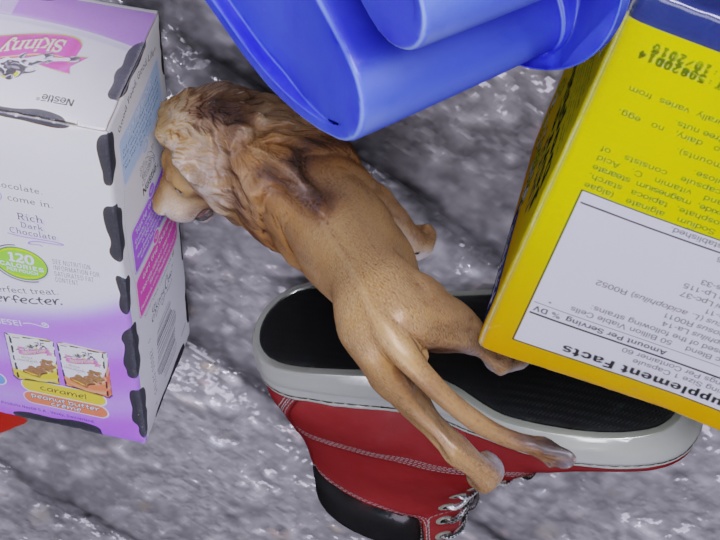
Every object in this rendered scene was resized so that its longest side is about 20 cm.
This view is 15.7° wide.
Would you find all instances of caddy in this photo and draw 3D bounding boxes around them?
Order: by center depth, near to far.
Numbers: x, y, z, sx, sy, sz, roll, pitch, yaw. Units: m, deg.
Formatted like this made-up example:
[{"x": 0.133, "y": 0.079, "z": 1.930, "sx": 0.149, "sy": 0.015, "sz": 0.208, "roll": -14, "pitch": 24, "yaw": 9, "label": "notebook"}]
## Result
[{"x": 0.002, "y": -0.140, "z": 0.787, "sx": 0.200, "sy": 0.105, "sz": 0.141, "roll": 55, "pitch": 155, "yaw": 8, "label": "caddy"}]

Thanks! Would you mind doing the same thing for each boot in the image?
[{"x": 0.061, "y": 0.078, "z": 1.133, "sx": 0.199, "sy": 0.073, "sz": 0.145, "roll": 8, "pitch": 141, "yaw": 25, "label": "boot"}]

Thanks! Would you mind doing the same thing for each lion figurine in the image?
[{"x": 0.000, "y": 0.000, "z": 1.007, "sx": 0.122, "sy": 0.073, "sz": 0.200, "roll": 41, "pitch": 180, "yaw": -44, "label": "lion figurine"}]

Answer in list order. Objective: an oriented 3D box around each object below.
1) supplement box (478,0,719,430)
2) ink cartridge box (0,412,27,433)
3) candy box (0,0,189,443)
[{"x": 0.127, "y": -0.051, "z": 0.921, "sx": 0.108, "sy": 0.110, "sz": 0.200, "roll": 20, "pitch": 140, "yaw": -1, "label": "supplement box"}, {"x": -0.285, "y": 0.049, "z": 1.250, "sx": 0.162, "sy": 0.057, "sz": 0.200, "roll": -22, "pitch": 122, "yaw": 38, "label": "ink cartridge box"}, {"x": -0.164, "y": -0.029, "z": 1.090, "sx": 0.167, "sy": 0.072, "sz": 0.201, "roll": 12, "pitch": 141, "yaw": 10, "label": "candy box"}]
